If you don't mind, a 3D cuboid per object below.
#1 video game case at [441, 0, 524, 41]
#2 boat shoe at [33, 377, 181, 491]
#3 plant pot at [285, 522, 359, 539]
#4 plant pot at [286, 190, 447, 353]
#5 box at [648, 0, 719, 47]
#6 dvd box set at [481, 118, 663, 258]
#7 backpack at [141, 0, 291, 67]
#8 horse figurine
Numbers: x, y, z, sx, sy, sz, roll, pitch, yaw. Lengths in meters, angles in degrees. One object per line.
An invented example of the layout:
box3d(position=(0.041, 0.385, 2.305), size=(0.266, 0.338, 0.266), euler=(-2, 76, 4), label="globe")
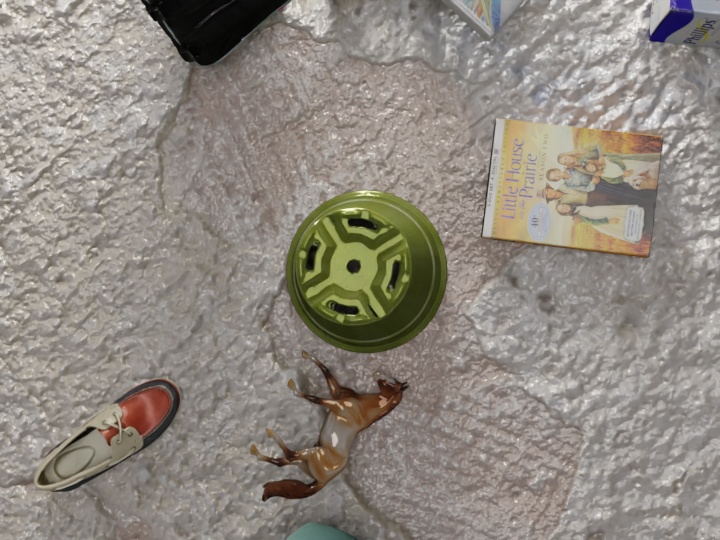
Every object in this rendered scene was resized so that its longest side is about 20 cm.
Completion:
box3d(position=(0.136, -0.405, 1.053), size=(0.200, 0.022, 0.182), euler=(41, 82, -4), label="video game case")
box3d(position=(-0.307, 0.202, 1.080), size=(0.200, 0.063, 0.071), euler=(-34, 84, 2), label="boat shoe")
box3d(position=(-0.045, 0.385, 0.994), size=(0.161, 0.201, 0.201), euler=(43, 92, 16), label="plant pot")
box3d(position=(0.000, 0.000, 0.997), size=(0.199, 0.190, 0.201), euler=(0, 89, 4), label="plant pot")
box3d(position=(0.449, -0.357, 1.014), size=(0.199, 0.105, 0.185), euler=(7, 88, 5), label="box")
box3d(position=(0.251, -0.099, 1.059), size=(0.199, 0.029, 0.147), euler=(8, 89, 4), label="dvd box set")
box3d(position=(-0.163, -0.362, 1.026), size=(0.200, 0.178, 0.151), euler=(-34, 56, 2), label="backpack")
box3d(position=(-0.046, 0.193, 1.059), size=(0.132, 0.050, 0.201), euler=(29, 82, -12), label="horse figurine")
